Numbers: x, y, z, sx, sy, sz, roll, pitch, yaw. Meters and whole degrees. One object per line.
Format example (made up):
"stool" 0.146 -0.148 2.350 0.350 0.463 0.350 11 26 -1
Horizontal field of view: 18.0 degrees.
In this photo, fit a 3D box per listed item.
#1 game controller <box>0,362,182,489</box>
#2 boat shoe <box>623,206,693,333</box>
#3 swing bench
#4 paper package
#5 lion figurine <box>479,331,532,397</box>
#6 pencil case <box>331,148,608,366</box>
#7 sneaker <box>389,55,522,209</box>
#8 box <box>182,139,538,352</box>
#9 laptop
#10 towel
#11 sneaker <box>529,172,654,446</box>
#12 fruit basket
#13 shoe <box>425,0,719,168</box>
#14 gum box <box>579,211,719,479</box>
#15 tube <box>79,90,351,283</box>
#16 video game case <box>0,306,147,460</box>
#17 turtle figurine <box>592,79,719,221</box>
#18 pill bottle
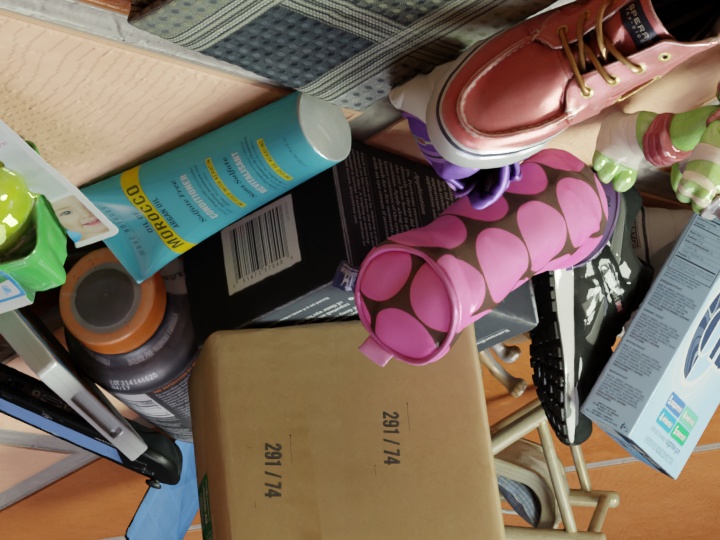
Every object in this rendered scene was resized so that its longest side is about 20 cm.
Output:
"game controller" -0.225 0.109 1.690 0.200 0.042 0.104 23 174 5
"boat shoe" 0.228 0.007 1.712 0.066 0.072 0.200 -6 150 5
"swing bench" 0.101 0.177 1.904 0.200 0.130 0.199 -15 -179 11
"paper package" -0.010 0.139 1.486 0.191 0.200 0.103 -4 157 -10
"lion figurine" 0.108 0.032 1.711 0.122 0.072 0.200 41 143 -19
"pencil case" 0.076 -0.009 1.451 0.200 0.091 0.094 -29 148 -47
"sneaker" 0.068 -0.076 1.391 0.081 0.083 0.200 -19 174 17
"box" 0.000 0.000 1.553 0.148 0.104 0.200 -26 153 34
"laptop" -0.096 0.180 1.934 0.200 0.116 0.187 -9 158 -1
"towel" 0.000 -0.160 1.275 0.200 0.035 0.193 -25 150 39
"sneaker" 0.168 0.029 1.600 0.088 0.200 0.076 -8 -159 -11
"fruit basket" -0.273 -0.038 1.375 0.185 0.094 0.200 -17 153 18
"shoe" 0.131 -0.126 1.268 0.200 0.072 0.091 -28 178 -22
"gum box" 0.243 0.041 1.640 0.045 0.200 0.170 29 176 24
"tube" -0.096 -0.056 1.451 0.200 0.077 0.050 -25 -164 34
"video game case" -0.221 0.050 1.557 0.017 0.143 0.200 -41 156 -5
"turtle figurine" 0.245 -0.053 1.434 0.144 0.200 0.194 -33 -165 -27
"pill bottle" -0.143 0.048 1.612 0.106 0.106 0.200 -14 157 12
